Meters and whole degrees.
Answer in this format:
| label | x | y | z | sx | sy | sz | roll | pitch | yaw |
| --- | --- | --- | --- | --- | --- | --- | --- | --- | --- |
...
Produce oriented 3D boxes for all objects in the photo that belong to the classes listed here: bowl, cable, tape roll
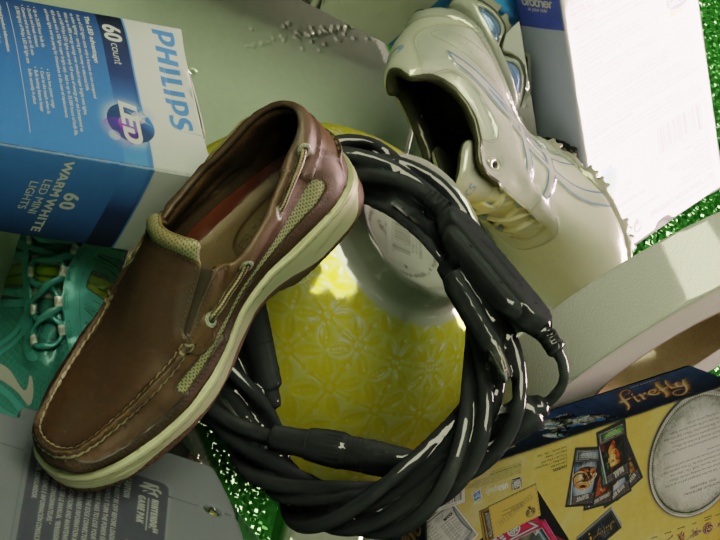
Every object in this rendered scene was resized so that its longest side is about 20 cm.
| label | x | y | z | sx | sy | sz | roll | pitch | yaw |
| --- | --- | --- | --- | --- | --- | --- | --- | --- | --- |
| bowl | 0.000 | 0.000 | 1.416 | 0.199 | 0.108 | 0.201 | 22 | 50 | -30 |
| cable | -0.007 | 0.029 | 1.322 | 0.200 | 0.163 | 0.051 | 49 | 6 | 22 |
| tape roll | 0.154 | 0.029 | 1.441 | 0.202 | 0.203 | 0.037 | -20 | 71 | -35 |

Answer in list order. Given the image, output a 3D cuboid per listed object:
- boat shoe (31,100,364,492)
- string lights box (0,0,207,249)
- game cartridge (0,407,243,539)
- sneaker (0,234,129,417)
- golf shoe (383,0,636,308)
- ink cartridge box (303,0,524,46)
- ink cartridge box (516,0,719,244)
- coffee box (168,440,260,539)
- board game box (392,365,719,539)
| label | x | y | z | sx | sy | sz | roll | pitch | yaw |
| --- | --- | --- | --- | --- | --- | --- | --- | --- | --- |
| boat shoe | -0.083 | 0.004 | 1.257 | 0.074 | 0.075 | 0.203 | 24 | 65 | 33 |
| string lights box | -0.175 | -0.075 | 1.310 | 0.199 | 0.059 | 0.103 | 9 | 45 | -26 |
| game cartridge | -0.114 | 0.133 | 1.223 | 0.132 | 0.041 | 0.200 | 15 | 24 | -8 |
| sneaker | -0.149 | 0.006 | 1.373 | 0.077 | 0.080 | 0.201 | 2 | 50 | 4 |
| golf shoe | 0.072 | -0.045 | 1.503 | 0.201 | 0.078 | 0.097 | 56 | 36 | -8 |
| ink cartridge box | 0.002 | -0.223 | 1.555 | 0.199 | 0.084 | 0.147 | 26 | 61 | -19 |
| ink cartridge box | 0.143 | -0.116 | 1.560 | 0.042 | 0.201 | 0.119 | 15 | 34 | 41 |
| coffee box | -0.083 | 0.174 | 1.321 | 0.123 | 0.044 | 0.200 | -28 | 74 | -38 |
| board game box | 0.100 | 0.137 | 1.390 | 0.199 | 0.136 | 0.035 | -15 | 22 | -34 |
